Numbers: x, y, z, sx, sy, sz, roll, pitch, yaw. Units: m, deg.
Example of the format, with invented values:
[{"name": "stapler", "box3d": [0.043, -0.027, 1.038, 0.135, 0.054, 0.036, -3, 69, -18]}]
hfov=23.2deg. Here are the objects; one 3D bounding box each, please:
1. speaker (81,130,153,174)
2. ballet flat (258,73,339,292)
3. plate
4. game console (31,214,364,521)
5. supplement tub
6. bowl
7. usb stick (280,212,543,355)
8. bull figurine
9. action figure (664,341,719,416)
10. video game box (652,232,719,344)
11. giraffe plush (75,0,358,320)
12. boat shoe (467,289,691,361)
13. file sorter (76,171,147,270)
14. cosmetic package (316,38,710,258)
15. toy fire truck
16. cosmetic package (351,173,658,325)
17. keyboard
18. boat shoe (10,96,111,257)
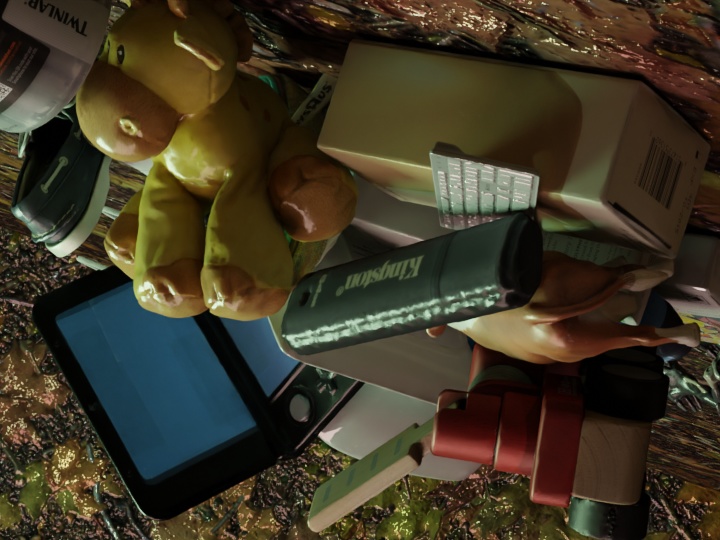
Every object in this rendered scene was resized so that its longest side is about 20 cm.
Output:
[{"name": "speaker", "box3d": [-0.117, -0.093, 1.328, 0.081, 0.082, 0.199, 12, 169, 44]}, {"name": "ballet flat", "box3d": [-0.043, -0.046, 1.143, 0.070, 0.201, 0.071, -3, 138, -3]}, {"name": "plate", "box3d": [0.000, 0.000, 1.225, 0.198, 0.032, 0.201, 21, -145, -40]}, {"name": "game console", "box3d": [-0.113, 0.043, 1.246, 0.116, 0.176, 0.201, -6, -125, -50]}, {"name": "supplement tub", "box3d": [-0.249, -0.168, 0.976, 0.199, 0.124, 0.122, 25, 171, -36]}, {"name": "bowl", "box3d": [0.033, 0.049, 1.346, 0.199, 0.201, 0.074, 20, 137, -42]}, {"name": "usb stick", "box3d": [0.026, 0.010, 0.999, 0.032, 0.056, 0.199, 28, 152, -33]}, {"name": "bull figurine", "box3d": [0.110, 0.018, 1.026, 0.120, 0.066, 0.200, -5, -172, -15]}, {"name": "action figure", "box3d": [0.323, 0.091, 1.407, 0.102, 0.120, 0.200, 32, 178, -19]}, {"name": "video game box", "box3d": [0.197, 0.006, 1.315, 0.198, 0.047, 0.182, 10, 167, 29]}, {"name": "giraffe plush", "box3d": [-0.099, -0.092, 1.046, 0.171, 0.201, 0.162, 4, 148, 35]}, {"name": "boat shoe", "box3d": [0.154, 0.055, 1.272, 0.068, 0.085, 0.199, 35, 164, -29]}, {"name": "file sorter", "box3d": [-0.149, -0.022, 1.483, 0.124, 0.202, 0.139, 20, 174, 30]}, {"name": "cosmetic package", "box3d": [0.085, -0.071, 1.000, 0.199, 0.072, 0.105, 14, 171, 39]}, {"name": "toy fire truck", "box3d": [0.077, 0.100, 1.068, 0.198, 0.130, 0.176, 9, -170, 5]}, {"name": "cosmetic package", "box3d": [0.099, -0.037, 1.160, 0.198, 0.086, 0.108, 17, 176, 16]}, {"name": "keyboard", "box3d": [0.068, -0.038, 0.956, 0.056, 0.011, 0.200, 18, 173, 7]}, {"name": "boat shoe", "box3d": [-0.225, -0.096, 1.313, 0.075, 0.201, 0.062, -28, 128, 30]}]
